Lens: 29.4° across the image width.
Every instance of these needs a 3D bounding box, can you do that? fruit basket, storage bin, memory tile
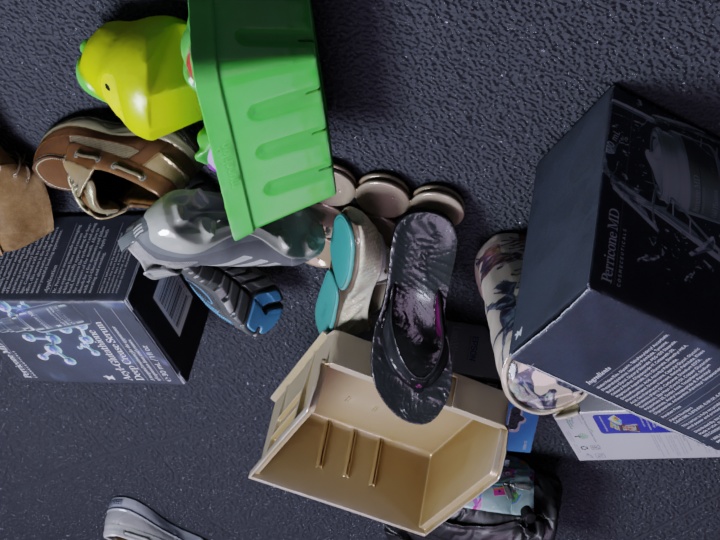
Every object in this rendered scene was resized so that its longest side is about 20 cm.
[{"bbox_3d":[-0.126,-0.137,1.070,0.213,0.157,0.217,-5,144,-3],"label":"fruit basket"},{"bbox_3d":[0.020,0.161,1.349,0.198,0.095,0.199,21,147,-12],"label":"storage bin"},{"bbox_3d":[-0.009,-0.045,1.255,0.197,0.017,0.154,13,146,2],"label":"memory tile"}]

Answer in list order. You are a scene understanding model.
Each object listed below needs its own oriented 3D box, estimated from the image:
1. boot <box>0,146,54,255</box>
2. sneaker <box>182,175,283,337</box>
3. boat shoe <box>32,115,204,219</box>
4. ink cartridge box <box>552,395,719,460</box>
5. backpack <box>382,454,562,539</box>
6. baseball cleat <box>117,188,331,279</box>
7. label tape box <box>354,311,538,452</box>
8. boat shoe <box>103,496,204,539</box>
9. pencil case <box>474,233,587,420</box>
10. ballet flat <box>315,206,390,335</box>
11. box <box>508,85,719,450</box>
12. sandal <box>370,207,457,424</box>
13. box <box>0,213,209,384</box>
[{"bbox_3d":[-0.337,-0.099,1.275,0.075,0.074,0.201,-15,139,-8],"label":"boot"},{"bbox_3d":[-0.154,-0.016,1.301,0.081,0.073,0.201,15,144,46],"label":"sneaker"},{"bbox_3d":[-0.224,-0.087,1.205,0.198,0.074,0.076,-1,145,42],"label":"boat shoe"},{"bbox_3d":[0.304,0.154,1.403,0.198,0.040,0.100,-4,142,27],"label":"ink cartridge box"},{"bbox_3d":[0.124,0.273,1.562,0.197,0.127,0.168,10,134,8],"label":"backpack"},{"bbox_3d":[-0.122,-0.031,1.191,0.106,0.071,0.199,-26,157,36],"label":"baseball cleat"},{"bbox_3d":[0.086,0.114,1.404,0.197,0.067,0.144,8,146,5],"label":"label tape box"},{"bbox_3d":[-0.280,0.400,1.924,0.074,0.087,0.202,-17,135,37],"label":"boat shoe"},{"bbox_3d":[0.146,0.045,1.167,0.077,0.201,0.090,-32,114,13],"label":"pencil case"},{"bbox_3d":[0.000,0.000,1.264,0.062,0.068,0.201,-9,154,-16],"label":"ballet flat"},{"bbox_3d":[0.235,0.000,1.065,0.195,0.202,0.124,23,144,-13],"label":"box"},{"bbox_3d":[0.047,0.047,1.213,0.074,0.048,0.203,1,109,-1],"label":"sandal"},{"bbox_3d":[-0.275,0.030,1.379,0.197,0.108,0.149,0,144,22],"label":"box"}]
